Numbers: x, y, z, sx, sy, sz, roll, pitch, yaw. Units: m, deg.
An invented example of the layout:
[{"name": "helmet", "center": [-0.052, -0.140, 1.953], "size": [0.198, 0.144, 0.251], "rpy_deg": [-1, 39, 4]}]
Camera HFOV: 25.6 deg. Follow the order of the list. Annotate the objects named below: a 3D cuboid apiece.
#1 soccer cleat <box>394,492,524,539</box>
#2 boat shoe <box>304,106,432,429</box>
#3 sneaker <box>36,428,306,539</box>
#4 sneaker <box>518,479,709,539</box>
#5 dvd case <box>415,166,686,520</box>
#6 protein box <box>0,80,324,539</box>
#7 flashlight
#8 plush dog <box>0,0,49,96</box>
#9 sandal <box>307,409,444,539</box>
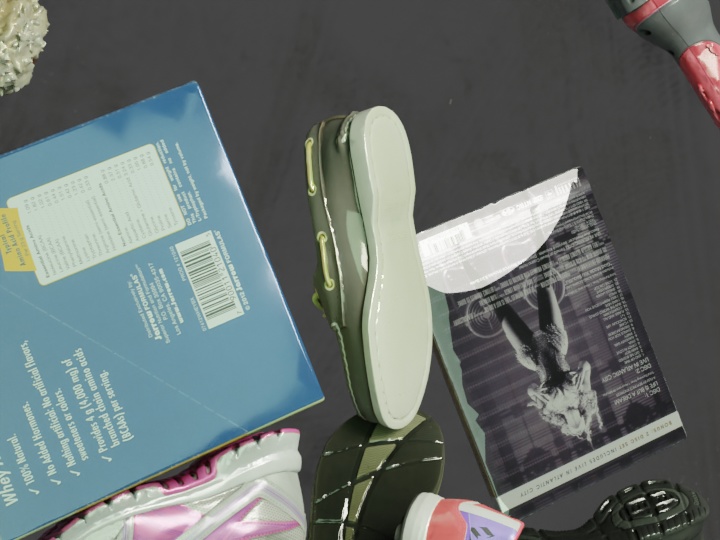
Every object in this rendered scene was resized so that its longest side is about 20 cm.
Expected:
[{"name": "soccer cleat", "center": [0.065, 0.229, 0.954], "size": [0.072, 0.068, 0.203], "rpy_deg": [5, 115, 22]}, {"name": "boat shoe", "center": [0.002, 0.000, 1.018], "size": [0.072, 0.060, 0.205], "rpy_deg": [-3, 88, -56]}, {"name": "sneaker", "center": [-0.114, 0.167, 0.956], "size": [0.198, 0.081, 0.089], "rpy_deg": [-21, 88, -16]}, {"name": "sneaker", "center": [0.139, 0.210, 1.030], "size": [0.197, 0.076, 0.092], "rpy_deg": [-16, 114, -5]}, {"name": "dvd case", "center": [0.123, 0.049, 1.070], "size": [0.147, 0.016, 0.202], "rpy_deg": [-22, 90, -18]}, {"name": "protein box", "center": [-0.160, 0.026, 0.928], "size": [0.198, 0.135, 0.201], "rpy_deg": [-23, 91, -17]}, {"name": "flashlight", "center": [0.243, -0.134, 1.097], "size": [0.067, 0.068, 0.201], "rpy_deg": [-34, 93, -18]}, {"name": "plush dog", "center": [-0.243, -0.219, 0.910], "size": [0.158, 0.172, 0.203], "rpy_deg": [14, 81, -14]}, {"name": "sandal", "center": [0.000, 0.178, 0.997], "size": [0.079, 0.058, 0.203], "rpy_deg": [13, 65, 4]}]
